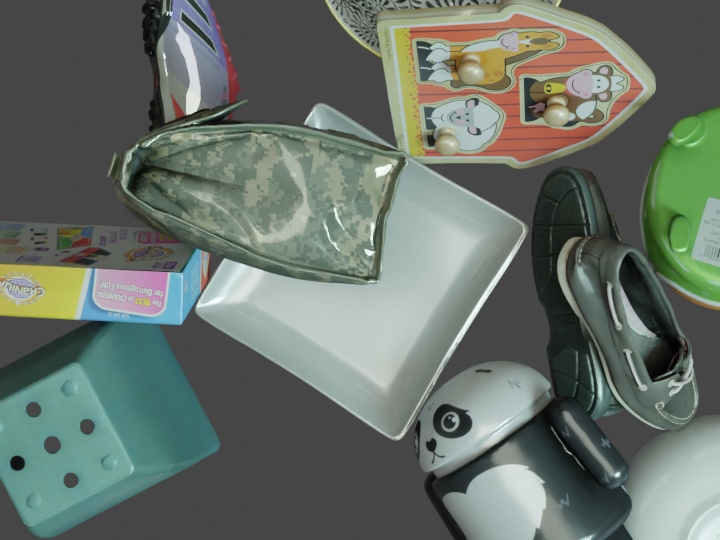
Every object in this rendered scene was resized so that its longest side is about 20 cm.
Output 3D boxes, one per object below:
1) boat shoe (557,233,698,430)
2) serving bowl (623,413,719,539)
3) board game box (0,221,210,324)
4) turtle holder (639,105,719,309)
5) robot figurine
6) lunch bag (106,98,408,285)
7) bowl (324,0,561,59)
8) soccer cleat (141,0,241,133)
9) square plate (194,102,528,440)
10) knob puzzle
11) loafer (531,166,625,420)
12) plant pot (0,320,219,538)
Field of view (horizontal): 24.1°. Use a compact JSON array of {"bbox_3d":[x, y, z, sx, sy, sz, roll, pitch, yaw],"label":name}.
[{"bbox_3d":[0.216,0.053,1.279,0.067,0.057,0.200,-53,124,-28],"label":"boat shoe"},{"bbox_3d":[0.292,0.216,1.323,0.200,0.066,0.200,0,93,3],"label":"serving bowl"},{"bbox_3d":[-0.223,-0.001,1.291,0.200,0.153,0.040,3,103,3],"label":"board game box"},{"bbox_3d":[0.274,-0.059,1.278,0.141,0.132,0.186,-11,74,-4],"label":"turtle holder"},{"bbox_3d":[0.127,0.166,1.295,0.150,0.125,0.200,-35,87,5],"label":"robot figurine"},{"bbox_3d":[-0.085,-0.062,1.229,0.200,0.164,0.118,12,90,-10],"label":"lunch bag"},{"bbox_3d":[0.062,-0.252,1.298,0.201,0.094,0.201,0,97,1],"label":"bowl"},{"bbox_3d":[-0.131,-0.167,1.334,0.073,0.068,0.200,-3,91,-17],"label":"soccer cleat"},{"bbox_3d":[0.000,0.000,1.333,0.200,0.028,0.198,32,94,11],"label":"square plate"},{"bbox_3d":[0.120,-0.129,1.260,0.219,0.220,0.030,1,58,2],"label":"knob puzzle"},{"bbox_3d":[0.181,0.017,1.329,0.063,0.072,0.200,-7,94,-37],"label":"loafer"},{"bbox_3d":[-0.211,0.116,1.273,0.141,0.200,0.141,-28,90,3],"label":"plant pot"}]
